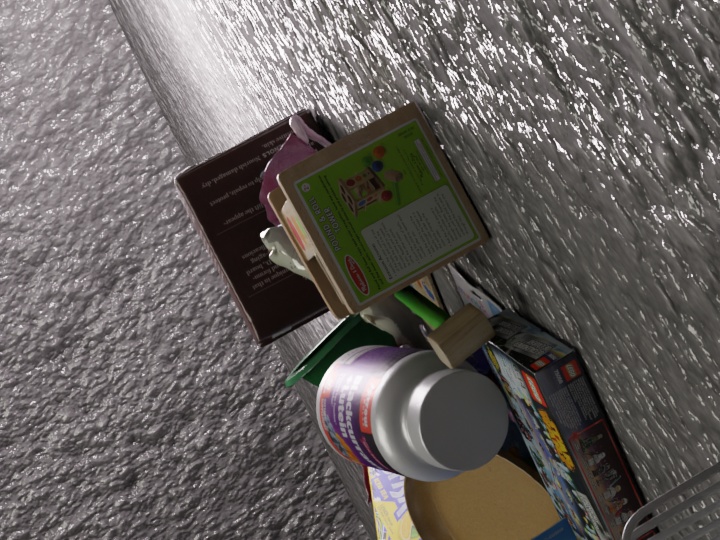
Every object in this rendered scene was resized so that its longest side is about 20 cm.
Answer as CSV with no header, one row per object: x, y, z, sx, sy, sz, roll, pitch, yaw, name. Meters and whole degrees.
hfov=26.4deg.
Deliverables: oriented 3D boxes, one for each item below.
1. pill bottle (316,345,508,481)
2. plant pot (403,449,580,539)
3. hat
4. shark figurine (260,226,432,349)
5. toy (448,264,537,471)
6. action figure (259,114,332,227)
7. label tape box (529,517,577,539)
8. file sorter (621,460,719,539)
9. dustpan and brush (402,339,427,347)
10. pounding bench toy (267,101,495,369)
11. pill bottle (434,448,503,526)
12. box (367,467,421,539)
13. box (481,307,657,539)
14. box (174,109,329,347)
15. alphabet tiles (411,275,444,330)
0.046,0.123,1.328,0.112,0.111,0.200,63,159,-10,pill bottle
0.129,0.234,1.421,0.200,0.027,0.200,25,136,27,plant pot
0.030,0.131,1.698,0.176,0.166,0.200,47,161,-2,hat
0.018,0.010,1.411,0.214,0.090,0.128,37,168,-14,shark figurine
0.116,0.102,1.370,0.200,0.047,0.115,65,169,-28,toy
-0.011,-0.059,1.505,0.134,0.149,0.200,32,168,-32,action figure
0.141,0.304,1.322,0.200,0.143,0.066,62,174,-28,label tape box
0.210,0.184,0.808,0.139,0.124,0.200,58,172,24,file sorter
0.098,0.150,1.666,0.200,0.057,0.140,-123,19,-70,dustpan and brush
0.027,-0.011,1.264,0.200,0.124,0.156,61,172,1,pounding bench toy
0.096,0.178,1.525,0.200,0.111,0.111,61,172,1,pill bottle
0.060,0.260,1.587,0.064,0.070,0.200,40,-155,-32,box
0.165,0.137,1.218,0.200,0.040,0.137,64,171,-18,box
-0.085,-0.042,1.680,0.200,0.164,0.166,62,174,2,box
0.041,-0.020,1.567,0.166,0.006,0.200,48,164,57,alphabet tiles
